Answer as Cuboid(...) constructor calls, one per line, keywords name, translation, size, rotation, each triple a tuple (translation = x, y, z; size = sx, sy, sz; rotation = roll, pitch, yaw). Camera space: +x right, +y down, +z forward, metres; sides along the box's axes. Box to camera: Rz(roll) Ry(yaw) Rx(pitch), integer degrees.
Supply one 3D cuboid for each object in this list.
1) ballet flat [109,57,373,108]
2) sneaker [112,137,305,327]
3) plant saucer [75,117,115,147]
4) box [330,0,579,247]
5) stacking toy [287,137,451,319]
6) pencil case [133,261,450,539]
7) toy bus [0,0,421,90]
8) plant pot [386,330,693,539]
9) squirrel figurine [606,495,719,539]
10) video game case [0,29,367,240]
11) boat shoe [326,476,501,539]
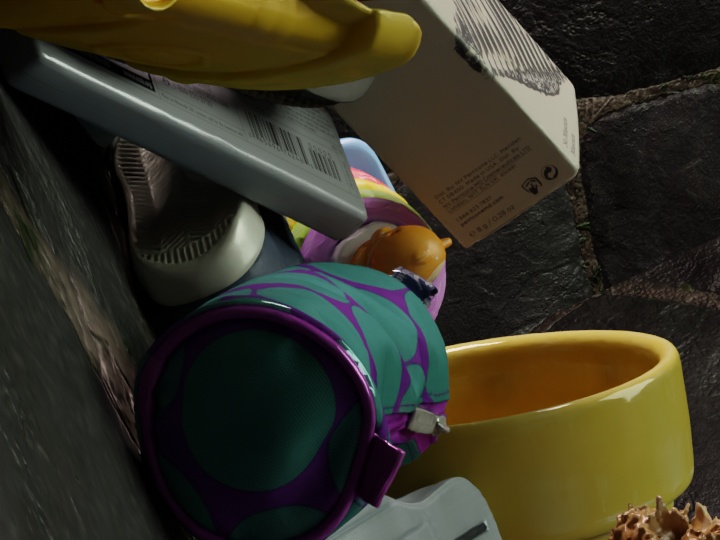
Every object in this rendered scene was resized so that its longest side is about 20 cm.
Cuboid(name="ballet flat", translation=(-0.068, -0.104, 0.844), size=(0.199, 0.046, 0.068), rotation=(14, 85, -50))
Cuboid(name="sneaker", translation=(-0.061, -0.017, 0.971), size=(0.200, 0.075, 0.085), rotation=(-92, 157, -60))
Cuboid(name="plant saucer", translation=(-0.145, -0.151, 0.976), size=(0.200, 0.027, 0.201), rotation=(-26, 90, -88))
Cuboid(name="box", translation=(0.011, -0.111, 0.967), size=(0.200, 0.068, 0.082), rotation=(45, 25, -25))
Cuboid(name="stacking toy", translation=(0.000, 0.000, 1.011), size=(0.110, 0.116, 0.200), rotation=(65, -16, -6))
Cuboid(name="pencil case", translation=(-0.017, 0.044, 0.787), size=(0.092, 0.086, 0.200), rotation=(25, 8, 7))
Cuboid(name="toy bus", translation=(-0.076, -0.161, 0.674), size=(0.191, 0.135, 0.202), rotation=(0, 91, -48))
Cuboid(name="plant pot", translation=(0.073, 0.143, 1.088), size=(0.201, 0.199, 0.190), rotation=(-103, -177, -82))
Cuboid(name="squirrel figurine", translation=(0.094, 0.187, 0.891), size=(0.142, 0.199, 0.187), rotation=(56, -12, 4))
Cuboid(name="video game case", translation=(-0.088, -0.116, 0.901), size=(0.200, 0.022, 0.183), rotation=(24, 38, -49))
Cuboid(name="boat shoe", translation=(0.002, 0.128, 0.894), size=(0.072, 0.062, 0.200), rotation=(66, 20, 10))
